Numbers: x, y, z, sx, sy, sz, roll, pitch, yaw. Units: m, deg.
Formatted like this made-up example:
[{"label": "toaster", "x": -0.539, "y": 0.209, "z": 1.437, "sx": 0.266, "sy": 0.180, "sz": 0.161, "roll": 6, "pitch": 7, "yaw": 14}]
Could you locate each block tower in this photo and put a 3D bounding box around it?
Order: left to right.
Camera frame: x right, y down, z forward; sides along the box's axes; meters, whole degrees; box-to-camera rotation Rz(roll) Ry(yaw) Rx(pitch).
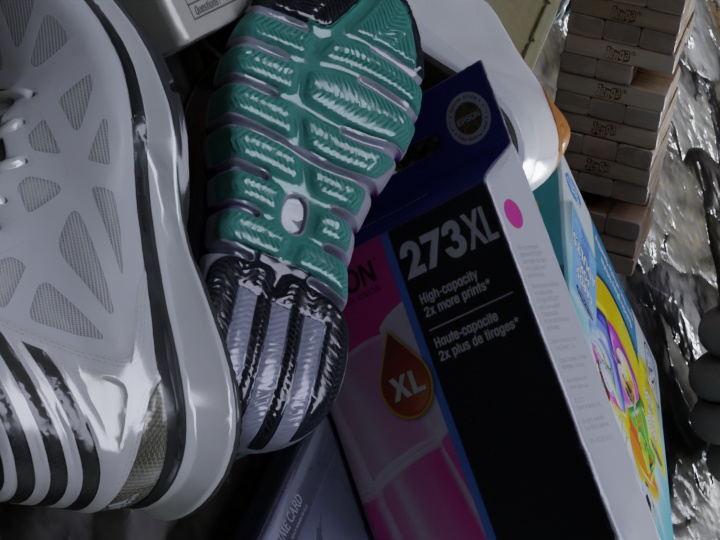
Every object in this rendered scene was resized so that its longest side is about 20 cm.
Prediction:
[{"label": "block tower", "x": 0.124, "y": -0.099, "z": 1.020, "sx": 0.058, "sy": 0.054, "sz": 0.201, "roll": -59, "pitch": 160, "yaw": -56}]

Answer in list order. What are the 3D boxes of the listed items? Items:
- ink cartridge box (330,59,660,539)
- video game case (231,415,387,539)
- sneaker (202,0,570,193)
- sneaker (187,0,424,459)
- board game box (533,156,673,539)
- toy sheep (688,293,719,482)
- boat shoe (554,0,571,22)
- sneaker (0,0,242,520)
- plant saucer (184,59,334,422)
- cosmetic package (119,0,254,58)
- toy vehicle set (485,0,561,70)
[{"label": "ink cartridge box", "x": 0.034, "y": 0.036, "z": 0.768, "sx": 0.037, "sy": 0.094, "sz": 0.201, "roll": 0, "pitch": 68, "yaw": -55}, {"label": "video game case", "x": 0.017, "y": 0.165, "z": 0.760, "sx": 0.201, "sy": 0.019, "sz": 0.143, "roll": 55, "pitch": 31, "yaw": -19}, {"label": "sneaker", "x": -0.001, "y": -0.097, "z": 0.847, "sx": 0.200, "sy": 0.073, "sz": 0.085, "roll": 45, "pitch": 27, "yaw": 13}, {"label": "sneaker", "x": -0.038, "y": -0.020, "z": 0.751, "sx": 0.074, "sy": 0.087, "sz": 0.201, "roll": 29, "pitch": 54, "yaw": -18}, {"label": "board game box", "x": 0.091, "y": 0.074, "z": 0.909, "sx": 0.151, "sy": 0.047, "sz": 0.201, "roll": 59, "pitch": 23, "yaw": -43}, {"label": "toy sheep", "x": 0.230, "y": 0.059, "z": 1.123, "sx": 0.138, "sy": 0.137, "sz": 0.202, "roll": -26, "pitch": 99, "yaw": -61}, {"label": "boat shoe", "x": 0.080, "y": -0.156, "z": 1.086, "sx": 0.201, "sy": 0.069, "sz": 0.072, "roll": -53, "pitch": 137, "yaw": -59}, {"label": "sneaker", "x": -0.112, "y": -0.021, "z": 0.653, "sx": 0.115, "sy": 0.076, "sz": 0.202, "roll": 7, "pitch": 54, "yaw": -45}, {"label": "plant saucer", "x": 0.000, "y": 0.000, "z": 0.873, "sx": 0.200, "sy": 0.032, "sz": 0.202, "roll": 38, "pitch": 41, "yaw": -44}, {"label": "cosmetic package", "x": -0.107, "y": -0.168, "z": 0.760, "sx": 0.201, "sy": 0.073, "sz": 0.103, "roll": 64, "pitch": 30, "yaw": -6}, {"label": "toy vehicle set", "x": 0.000, "y": -0.162, "z": 0.918, "sx": 0.200, "sy": 0.027, "sz": 0.125, "roll": 41, "pitch": 36, "yaw": -10}]
